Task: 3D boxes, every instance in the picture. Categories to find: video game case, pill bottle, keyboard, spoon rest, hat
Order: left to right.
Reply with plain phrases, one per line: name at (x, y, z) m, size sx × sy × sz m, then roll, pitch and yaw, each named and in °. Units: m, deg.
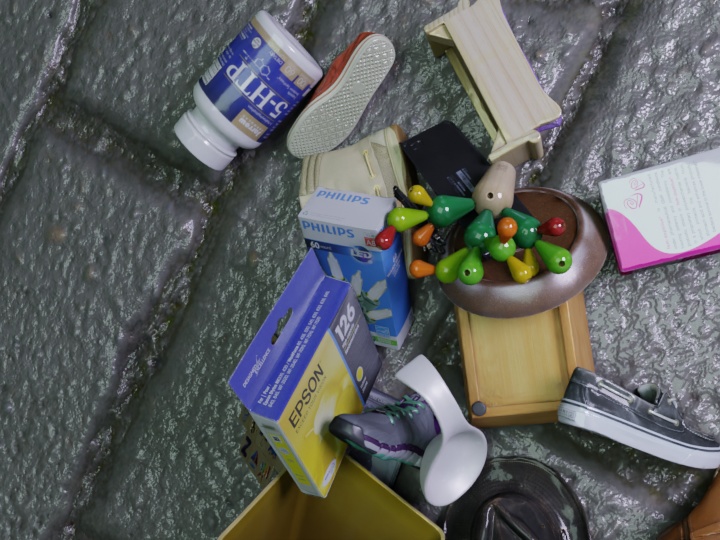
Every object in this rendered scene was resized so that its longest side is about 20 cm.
pill bottle at (-0.158, -0.240, 0.947) m, size 0.200 × 0.119 × 0.120 m, roll -44°, pitch 73°, yaw 13°
video game case at (-0.016, 0.251, 0.914) m, size 0.141 × 0.019 × 0.203 m, roll 21°, pitch 95°, yaw 21°
spoon rest at (0.094, 0.189, 0.770) m, size 0.099 × 0.202 × 0.060 m, roll -35°, pitch 34°, yaw -19°
keyboard at (0.103, -0.088, 0.806) m, size 0.126 × 0.021 × 0.201 m, roll -27°, pitch 56°, yaw -7°
hat at (0.169, 0.314, 0.784) m, size 0.198 × 0.081 × 0.204 m, roll -9°, pitch 68°, yaw 25°

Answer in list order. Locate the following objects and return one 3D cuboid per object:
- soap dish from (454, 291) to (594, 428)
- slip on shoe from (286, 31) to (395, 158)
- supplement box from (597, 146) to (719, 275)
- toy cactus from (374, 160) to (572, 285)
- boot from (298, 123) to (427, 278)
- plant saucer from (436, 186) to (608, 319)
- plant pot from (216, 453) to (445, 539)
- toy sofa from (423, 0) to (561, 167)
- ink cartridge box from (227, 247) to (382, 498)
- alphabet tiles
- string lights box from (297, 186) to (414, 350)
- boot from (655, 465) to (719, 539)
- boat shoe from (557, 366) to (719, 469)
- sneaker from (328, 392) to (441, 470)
soap dish at (0.188, 0.080, 0.812) m, size 0.155 × 0.081 × 0.203 m, roll -9°, pitch 82°, yaw 20°
slip on shoe at (-0.030, -0.236, 0.933) m, size 0.201 × 0.074 × 0.061 m, roll -51°, pitch 37°, yaw 17°
supplement box at (0.368, -0.068, 0.742) m, size 0.197 × 0.103 × 0.103 m, roll -14°, pitch 82°, yaw 18°
toy cactus at (0.127, -0.058, 0.726) m, size 0.197 × 0.103 × 0.166 m, roll 7°, pitch 50°, yaw 25°
boot at (0.001, -0.075, 0.899) m, size 0.153 × 0.073 × 0.203 m, roll -13°, pitch 80°, yaw 19°
plant saucer at (0.178, -0.032, 0.786) m, size 0.197 × 0.032 × 0.202 m, roll -16°, pitch 42°, yaw 15°
plant pot at (-0.051, 0.362, 0.817) m, size 0.199 × 0.200 × 0.178 m, roll 34°, pitch 130°, yaw 15°
toy sofa at (0.164, -0.228, 0.842) m, size 0.097 × 0.083 × 0.202 m, roll -28°, pitch 77°, yaw 12°
ink cartridge box at (-0.048, 0.115, 0.782) m, size 0.046 × 0.202 × 0.199 m, roll 5°, pitch 47°, yaw 27°
alphabet tiles at (-0.108, 0.174, 0.911) m, size 0.166 × 0.006 × 0.203 m, roll 29°, pitch 99°, yaw 56°
string lights box at (0.000, 0.000, 0.833) m, size 0.101 × 0.202 × 0.059 m, roll 11°, pitch 48°, yaw 24°
boot at (0.375, 0.258, 0.687) m, size 0.074 × 0.154 × 0.201 m, roll 43°, pitch 101°, yaw 18°
boat shoe at (0.306, 0.155, 0.730) m, size 0.197 × 0.072 × 0.072 m, roll 20°, pitch 86°, yaw -16°
sneaker at (0.037, 0.173, 0.805) m, size 0.074 × 0.200 × 0.089 m, roll 16°, pitch 79°, yaw 36°
